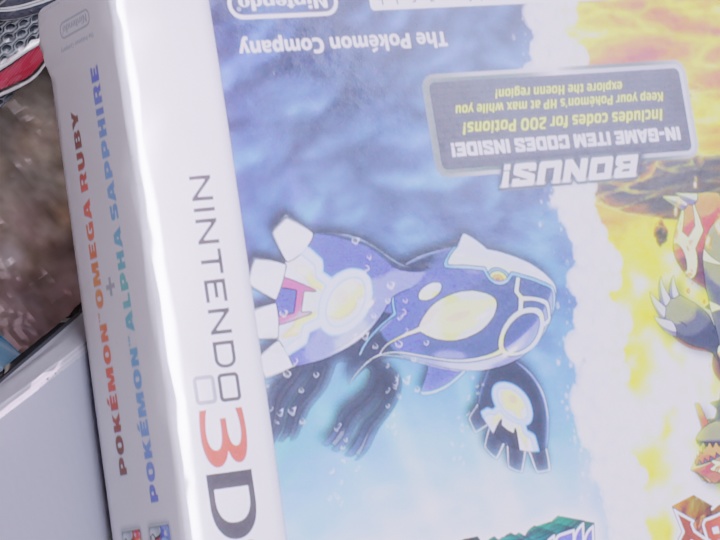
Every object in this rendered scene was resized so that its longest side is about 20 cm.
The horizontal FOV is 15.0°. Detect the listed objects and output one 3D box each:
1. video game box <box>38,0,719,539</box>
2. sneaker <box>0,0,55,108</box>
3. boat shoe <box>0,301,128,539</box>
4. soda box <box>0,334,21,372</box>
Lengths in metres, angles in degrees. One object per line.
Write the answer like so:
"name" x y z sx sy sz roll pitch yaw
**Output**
"video game box" 0.034 0.020 0.634 0.199 0.047 0.183 -6 87 -29
"sneaker" -0.119 -0.070 0.720 0.081 0.075 0.200 43 81 7
"boat shoe" -0.038 0.018 0.653 0.200 0.057 0.069 -38 101 -29
"soda box" -0.073 0.089 0.685 0.200 0.068 0.064 43 58 0
